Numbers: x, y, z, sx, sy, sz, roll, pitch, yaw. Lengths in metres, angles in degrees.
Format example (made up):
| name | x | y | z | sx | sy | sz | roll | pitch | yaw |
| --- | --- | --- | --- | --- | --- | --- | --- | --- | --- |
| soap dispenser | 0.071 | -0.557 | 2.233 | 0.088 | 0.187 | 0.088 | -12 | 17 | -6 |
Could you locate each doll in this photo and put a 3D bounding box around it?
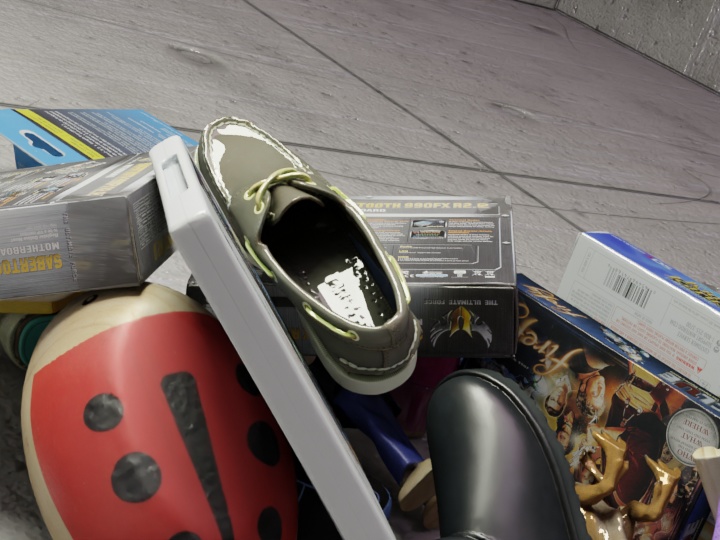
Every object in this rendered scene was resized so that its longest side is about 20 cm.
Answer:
| name | x | y | z | sx | sy | sz | roll | pitch | yaw |
| --- | --- | --- | --- | --- | --- | --- | --- | --- | --- |
| doll | -0.002 | 0.083 | 0.928 | 0.200 | 0.048 | 0.136 | 50 | 2 | 35 |

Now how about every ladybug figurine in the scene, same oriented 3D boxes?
| name | x | y | z | sx | sy | sz | roll | pitch | yaw |
| --- | --- | --- | --- | --- | --- | --- | --- | --- | --- |
| ladybug figurine | -0.094 | 0.089 | 0.694 | 0.135 | 0.072 | 0.201 | -14 | 69 | -31 |

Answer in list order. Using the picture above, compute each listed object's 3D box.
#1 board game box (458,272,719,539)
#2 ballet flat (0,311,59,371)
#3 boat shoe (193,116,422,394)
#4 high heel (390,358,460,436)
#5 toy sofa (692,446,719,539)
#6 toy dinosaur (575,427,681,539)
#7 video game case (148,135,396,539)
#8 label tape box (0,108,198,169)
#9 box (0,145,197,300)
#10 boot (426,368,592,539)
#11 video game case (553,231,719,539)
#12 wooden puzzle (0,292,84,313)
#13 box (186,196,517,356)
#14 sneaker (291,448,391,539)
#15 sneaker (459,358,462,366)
| name | x | y | z | sx | sy | sz | roll | pitch | yaw |
| --- | --- | --- | --- | --- | --- | --- | --- | --- | --- |
| board game box | 0.149 | 0.108 | 0.939 | 0.200 | 0.136 | 0.035 | 34 | 24 | 36 |
| ballet flat | -0.143 | 0.042 | 0.935 | 0.199 | 0.068 | 0.062 | 11 | 13 | -26 |
| boat shoe | -0.033 | -0.022 | 0.790 | 0.072 | 0.060 | 0.202 | -28 | 62 | -18 |
| high heel | -0.007 | 0.034 | 1.040 | 0.067 | 0.096 | 0.200 | 0 | 27 | -44 |
| toy sofa | 0.201 | 0.180 | 0.772 | 0.097 | 0.083 | 0.200 | -14 | 18 | 26 |
| toy dinosaur | 0.154 | 0.164 | 0.861 | 0.060 | 0.107 | 0.200 | 21 | 15 | -21 |
| video game case | -0.046 | 0.038 | 0.699 | 0.023 | 0.201 | 0.182 | -29 | 19 | -2 |
| label tape box | -0.220 | -0.084 | 1.198 | 0.143 | 0.066 | 0.200 | 31 | 25 | 30 |
| box | -0.181 | -0.026 | 0.790 | 0.157 | 0.049 | 0.200 | -6 | 12 | 5 |
| boot | 0.048 | 0.145 | 0.746 | 0.168 | 0.076 | 0.201 | 2 | 58 | -46 |
| video game case | 0.201 | 0.098 | 0.945 | 0.200 | 0.182 | 0.045 | 35 | 23 | 35 |
| wooden puzzle | -0.228 | -0.002 | 0.912 | 0.199 | 0.037 | 0.185 | -4 | 13 | 17 |
| box | 0.000 | 0.000 | 0.896 | 0.199 | 0.049 | 0.159 | 0 | 22 | 4 |
| sneaker | -0.062 | 0.115 | 0.794 | 0.199 | 0.078 | 0.070 | 8 | 23 | -31 |
| sneaker | 0.040 | 0.049 | 1.086 | 0.199 | 0.090 | 0.078 | 11 | 17 | 38 |
